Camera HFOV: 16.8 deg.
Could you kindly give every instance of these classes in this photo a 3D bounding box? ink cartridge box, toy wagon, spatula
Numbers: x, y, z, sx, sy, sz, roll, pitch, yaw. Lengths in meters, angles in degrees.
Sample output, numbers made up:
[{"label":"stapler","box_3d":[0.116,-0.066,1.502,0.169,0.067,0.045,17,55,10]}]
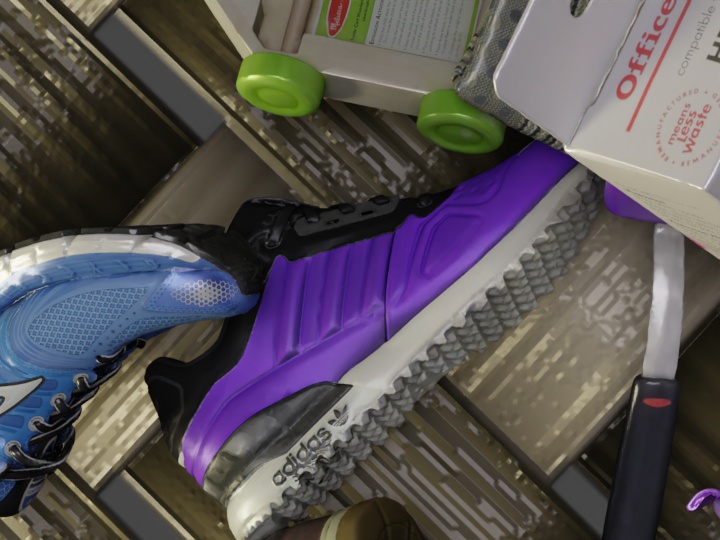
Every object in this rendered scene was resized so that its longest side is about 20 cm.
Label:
[{"label":"ink cartridge box","box_3d":[0.145,-0.060,0.798,0.068,0.199,0.116,22,84,48]},{"label":"toy wagon","box_3d":[-0.002,-0.129,0.911,0.198,0.040,0.156,12,70,8]},{"label":"spatula","box_3d":[0.108,0.022,0.878,0.056,0.021,0.202,4,108,-8]}]

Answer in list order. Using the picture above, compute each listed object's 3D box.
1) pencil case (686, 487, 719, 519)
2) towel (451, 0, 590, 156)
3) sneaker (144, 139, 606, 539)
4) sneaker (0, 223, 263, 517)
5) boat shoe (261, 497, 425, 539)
[{"label":"pencil case","box_3d":[0.219,0.051,0.869,0.200,0.084,0.086,-41,79,1]},{"label":"towel","box_3d":[0.145,-0.119,0.881,0.191,0.035,0.201,22,91,-20]},{"label":"sneaker","box_3d":[0.000,0.000,0.900,0.200,0.070,0.100,-43,75,-3]},{"label":"sneaker","box_3d":[-0.118,0.039,0.889,0.199,0.078,0.090,-21,83,25]},{"label":"boat shoe","box_3d":[0.012,0.183,0.889,0.066,0.072,0.202,-12,97,32]}]
